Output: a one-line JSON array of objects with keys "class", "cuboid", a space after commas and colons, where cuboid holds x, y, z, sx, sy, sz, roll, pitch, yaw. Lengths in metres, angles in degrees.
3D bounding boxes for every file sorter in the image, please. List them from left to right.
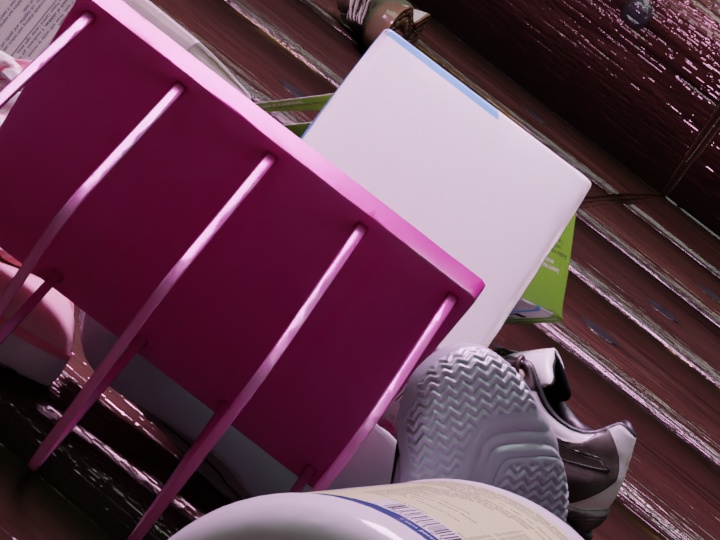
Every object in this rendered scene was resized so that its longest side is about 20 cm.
[{"class": "file sorter", "cuboid": [-0.083, 0.018, 1.035, 0.200, 0.139, 0.126, 38, 39, -1]}]

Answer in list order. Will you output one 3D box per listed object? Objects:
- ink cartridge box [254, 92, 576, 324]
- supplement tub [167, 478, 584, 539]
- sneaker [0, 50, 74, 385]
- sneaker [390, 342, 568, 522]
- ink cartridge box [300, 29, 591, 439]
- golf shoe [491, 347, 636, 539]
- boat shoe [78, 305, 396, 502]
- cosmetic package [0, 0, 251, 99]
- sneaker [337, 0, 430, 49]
[{"class": "ink cartridge box", "cuboid": [0.002, -0.030, 1.421, 0.147, 0.076, 0.200, -3, -17, 39]}, {"class": "supplement tub", "cuboid": [0.011, 0.142, 0.847, 0.145, 0.145, 0.200, 40, 12, 19]}, {"class": "sneaker", "cuboid": [-0.160, -0.038, 1.175, 0.075, 0.105, 0.200, 30, 14, -35]}, {"class": "sneaker", "cuboid": [0.026, 0.107, 1.031, 0.075, 0.201, 0.114, -19, 30, -22]}, {"class": "ink cartridge box", "cuboid": [0.000, 0.000, 1.284, 0.128, 0.125, 0.200, 37, -27, -3]}, {"class": "golf shoe", "cuboid": [0.066, 0.067, 1.454, 0.200, 0.095, 0.078, 37, 12, 9]}, {"class": "boat shoe", "cuboid": [-0.045, 0.074, 1.166, 0.200, 0.072, 0.066, 36, -1, -5]}, {"class": "cosmetic package", "cuboid": [-0.171, -0.128, 1.465, 0.200, 0.103, 0.087, 41, 0, 28]}, {"class": "sneaker", "cuboid": [0.011, -0.269, 2.746, 0.090, 0.067, 0.200, 30, 10, 8]}]
